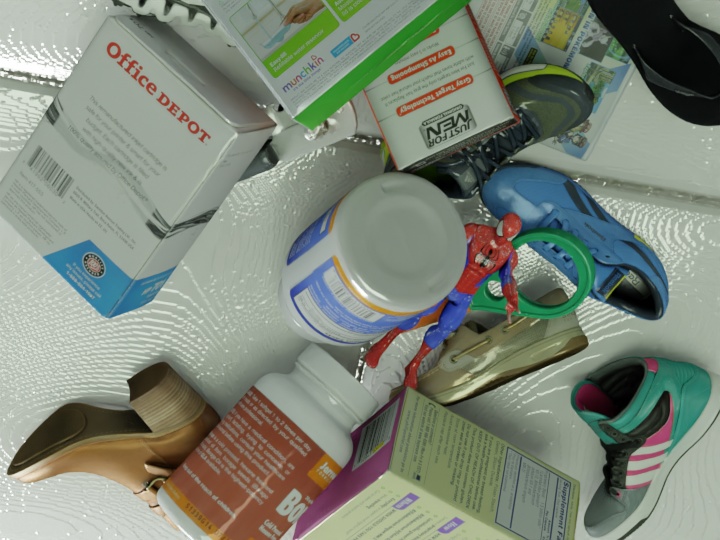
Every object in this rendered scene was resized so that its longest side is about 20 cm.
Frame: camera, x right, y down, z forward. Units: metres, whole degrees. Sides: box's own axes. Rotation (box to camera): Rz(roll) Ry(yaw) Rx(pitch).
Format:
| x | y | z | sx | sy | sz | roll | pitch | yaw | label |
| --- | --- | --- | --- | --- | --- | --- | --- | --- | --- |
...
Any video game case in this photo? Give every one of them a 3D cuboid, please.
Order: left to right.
| x | y | z | sx | sy | sz | roll | pitch | yaw | label |
| --- | --- | --- | --- | --- | --- | --- | --- | --- | --- |
| 0.151 | -0.210 | 1.165 | 0.181 | 0.022 | 0.201 | 20 | 114 | -12 | video game case |

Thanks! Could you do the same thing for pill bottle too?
| x | y | z | sx | sy | sz | roll | pitch | yaw | label |
| --- | --- | --- | --- | --- | --- | --- | --- | --- | --- |
| -0.079 | 0.167 | 1.273 | 0.200 | 0.112 | 0.112 | -48 | 112 | -6 | pill bottle |
| 0.000 | 0.000 | 1.170 | 0.111 | 0.200 | 0.113 | 5 | 74 | -20 | pill bottle |

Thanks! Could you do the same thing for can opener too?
| x | y | z | sx | sy | sz | roll | pitch | yaw | label |
| --- | --- | --- | --- | --- | --- | --- | --- | --- | --- |
| -0.089 | -0.110 | 1.192 | 0.199 | 0.067 | 0.053 | -22 | 114 | 19 | can opener |

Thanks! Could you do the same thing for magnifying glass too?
| x | y | z | sx | sy | sz | roll | pitch | yaw | label |
| --- | --- | --- | --- | --- | --- | --- | --- | --- | --- |
| 0.113 | 0.018 | 1.243 | 0.199 | 0.022 | 0.080 | -20 | 104 | 29 | magnifying glass |

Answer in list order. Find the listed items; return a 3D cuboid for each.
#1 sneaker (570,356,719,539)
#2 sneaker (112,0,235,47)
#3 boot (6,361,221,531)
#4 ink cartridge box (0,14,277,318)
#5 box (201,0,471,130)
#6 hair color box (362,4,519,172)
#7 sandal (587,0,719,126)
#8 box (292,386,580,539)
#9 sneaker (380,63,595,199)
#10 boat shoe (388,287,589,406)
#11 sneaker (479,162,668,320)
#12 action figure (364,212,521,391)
| x | y | z | sx | sy | sz | roll | pitch | yaw | label |
| --- | --- | --- | --- | --- | --- | --- | --- | --- | --- |
| 0.239 | 0.159 | 1.321 | 0.120 | 0.084 | 0.201 | 25 | 106 | -20 | sneaker |
| -0.095 | -0.226 | 1.123 | 0.199 | 0.067 | 0.091 | 17 | 118 | -8 | sneaker |
| -0.216 | 0.186 | 1.337 | 0.199 | 0.077 | 0.156 | -30 | 119 | 5 | boot |
| -0.186 | -0.086 | 1.152 | 0.146 | 0.086 | 0.200 | 43 | 110 | 10 | ink cartridge box |
| -0.020 | -0.235 | 1.027 | 0.200 | 0.097 | 0.177 | -39 | 85 | 5 | box |
| 0.038 | -0.188 | 1.103 | 0.101 | 0.061 | 0.201 | -23 | 87 | 11 | hair color box |
| 0.257 | -0.177 | 1.153 | 0.200 | 0.043 | 0.076 | 33 | 107 | -31 | sandal |
| 0.070 | 0.225 | 1.310 | 0.199 | 0.097 | 0.176 | 30 | 137 | -15 | box |
| 0.103 | -0.101 | 1.161 | 0.199 | 0.081 | 0.074 | -24 | 128 | 29 | sneaker |
| 0.108 | 0.077 | 1.292 | 0.199 | 0.072 | 0.065 | -26 | 79 | 23 | boat shoe |
| 0.191 | -0.024 | 1.231 | 0.200 | 0.079 | 0.066 | 33 | 114 | -16 | sneaker |
| 0.075 | 0.036 | 1.199 | 0.065 | 0.099 | 0.200 | 30 | 121 | -10 | action figure |
